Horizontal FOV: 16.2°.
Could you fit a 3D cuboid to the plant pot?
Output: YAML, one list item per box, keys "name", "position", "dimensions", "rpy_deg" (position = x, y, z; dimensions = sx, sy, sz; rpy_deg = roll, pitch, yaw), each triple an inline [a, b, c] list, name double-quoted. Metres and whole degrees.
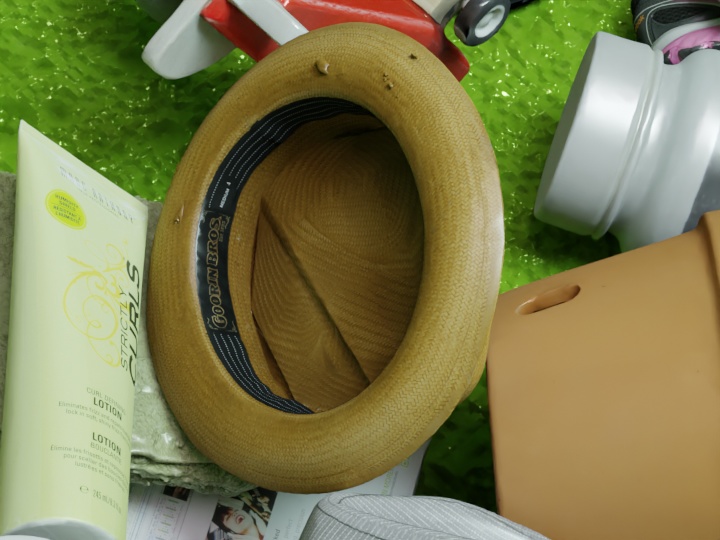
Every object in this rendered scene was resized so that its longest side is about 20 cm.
- name: "plant pot"
  position: [0.126, 0.075, 1.079]
  dimensions: [0.140, 0.200, 0.200]
  rpy_deg: [-5, 58, 3]

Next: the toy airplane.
- name: "toy airplane"
  position: [-0.035, -0.094, 1.167]
  dimensions: [0.199, 0.141, 0.200]
  rpy_deg: [25, 25, -16]

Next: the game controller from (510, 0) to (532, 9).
- name: "game controller"
  position: [0.042, -0.220, 1.332]
  dimensions: [0.104, 0.042, 0.200]
  rpy_deg: [-20, 64, -39]

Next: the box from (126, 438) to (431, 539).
- name: "box"
  position: [-0.082, 0.107, 1.095]
  dimensions: [0.200, 0.036, 0.145]
  rpy_deg: [19, 56, -2]

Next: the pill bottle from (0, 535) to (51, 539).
- name: "pill bottle"
  position: [-0.134, 0.179, 0.938]
  dimensions: [0.112, 0.200, 0.112]
  rpy_deg: [6, 58, -9]

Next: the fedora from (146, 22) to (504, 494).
- name: "fedora"
  position: [0.000, 0.000, 1.039]
  dimensions: [0.082, 0.200, 0.201]
  rpy_deg: [19, 46, -47]

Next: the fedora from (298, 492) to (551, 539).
- name: "fedora"
  position: [0.034, 0.140, 0.971]
  dimensions: [0.200, 0.177, 0.091]
  rpy_deg: [16, 95, 5]

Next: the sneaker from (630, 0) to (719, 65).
- name: "sneaker"
  position: [0.230, -0.135, 1.293]
  dimensions: [0.200, 0.080, 0.086]
  rpy_deg: [-4, 48, -21]

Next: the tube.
- name: "tube"
  position: [-0.116, 0.031, 1.017]
  dimensions: [0.052, 0.058, 0.200]
  rpy_deg: [0, 50, -1]

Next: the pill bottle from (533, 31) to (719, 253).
- name: "pill bottle"
  position: [0.191, -0.038, 1.199]
  dimensions: [0.200, 0.113, 0.113]
  rpy_deg: [18, 56, 0]

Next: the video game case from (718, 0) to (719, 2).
- name: "video game case"
  position: [0.237, -0.188, 1.308]
  dimensions: [0.181, 0.023, 0.200]
  rpy_deg: [-6, 33, -16]

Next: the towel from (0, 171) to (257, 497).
- name: "towel"
  position: [-0.132, 0.024, 1.073]
  dimensions: [0.200, 0.037, 0.149]
  rpy_deg: [8, 53, -24]
